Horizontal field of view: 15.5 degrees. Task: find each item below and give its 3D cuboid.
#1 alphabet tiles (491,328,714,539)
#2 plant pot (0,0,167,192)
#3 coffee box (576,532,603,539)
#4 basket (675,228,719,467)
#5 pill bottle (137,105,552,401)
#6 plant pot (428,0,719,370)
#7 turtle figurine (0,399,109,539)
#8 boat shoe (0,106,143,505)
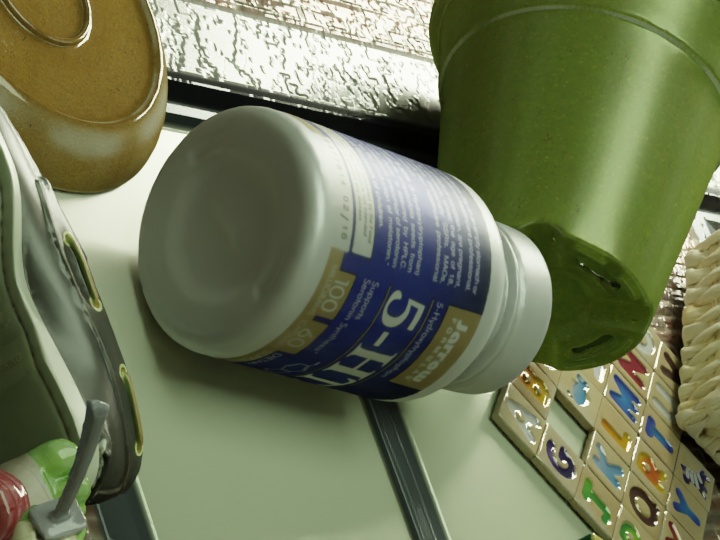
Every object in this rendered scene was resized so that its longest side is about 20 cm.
[{"bbox_3d":[0.150,0.085,1.536,0.167,0.008,0.200,47,32,-16],"label":"alphabet tiles"},{"bbox_3d":[-0.161,-0.131,1.274,0.200,0.027,0.201,35,38,-33],"label":"plant pot"},{"bbox_3d":[0.145,0.244,1.345,0.123,0.044,0.200,36,36,-31],"label":"coffee box"},{"bbox_3d":[0.317,0.044,1.618,0.161,0.200,0.199,43,32,-23],"label":"basket"},{"bbox_3d":[0.000,0.000,1.290,0.200,0.120,0.120,17,49,-47],"label":"pill bottle"},{"bbox_3d":[0.115,-0.052,1.469,0.200,0.200,0.190,39,48,-27],"label":"plant pot"},{"bbox_3d":[-0.150,0.055,0.977,0.143,0.201,0.194,18,7,8],"label":"turtle figurine"},{"bbox_3d":[-0.149,0.006,1.127,0.061,0.072,0.202,-2,71,-60],"label":"boat shoe"}]
